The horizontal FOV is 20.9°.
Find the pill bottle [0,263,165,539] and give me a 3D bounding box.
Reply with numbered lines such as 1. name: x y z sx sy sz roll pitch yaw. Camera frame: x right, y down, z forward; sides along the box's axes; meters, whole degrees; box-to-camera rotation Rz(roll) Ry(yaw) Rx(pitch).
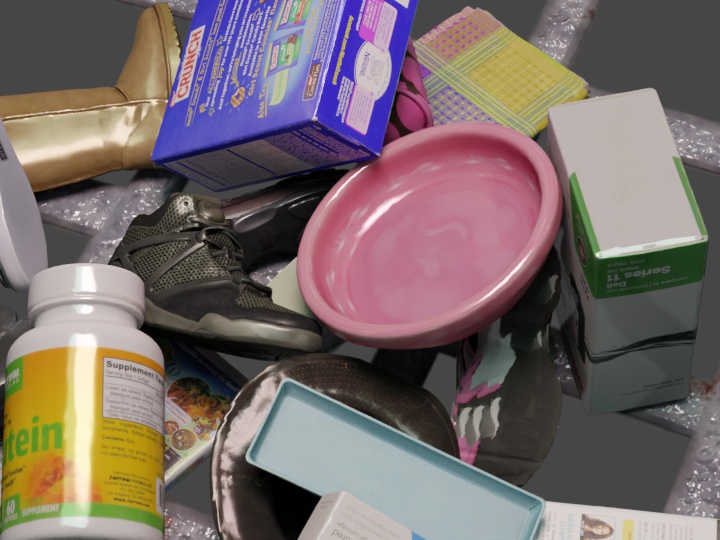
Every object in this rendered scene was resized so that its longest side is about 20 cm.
1. pill bottle: -0.191 0.102 1.348 0.111 0.111 0.200 -2 67 -1

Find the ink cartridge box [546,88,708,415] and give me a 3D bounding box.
1. ink cartridge box: 0.188 -0.009 1.417 0.083 0.200 0.147 -11 52 -3

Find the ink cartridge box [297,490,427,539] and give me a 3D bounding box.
1. ink cartridge box: -0.017 0.255 1.241 0.116 0.067 0.200 31 76 -7

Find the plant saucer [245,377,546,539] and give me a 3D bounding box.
1. plant saucer: 0.023 0.145 1.318 0.200 0.019 0.070 26 60 -1

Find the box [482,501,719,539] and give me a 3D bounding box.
1. box: 0.166 0.209 1.342 0.200 0.049 0.082 6 53 6

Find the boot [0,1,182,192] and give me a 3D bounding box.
1. boot: -0.242 -0.141 1.611 0.200 0.066 0.175 -9 52 -4

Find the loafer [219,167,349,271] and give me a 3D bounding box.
1. loafer: -0.065 -0.048 1.534 0.200 0.072 0.063 -18 50 -8

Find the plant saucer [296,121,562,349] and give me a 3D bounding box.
1. plant saucer: 0.053 -0.018 1.394 0.200 0.051 0.201 -18 43 17

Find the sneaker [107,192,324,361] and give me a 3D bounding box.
1. sneaker: -0.103 0.002 1.424 0.199 0.076 0.114 14 81 37

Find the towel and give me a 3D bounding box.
1. towel: 0.080 -0.137 1.628 0.200 0.023 0.144 -38 61 -24

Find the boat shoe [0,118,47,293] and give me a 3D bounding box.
1. boat shoe: -0.306 -0.071 1.521 0.066 0.070 0.200 -20 95 16

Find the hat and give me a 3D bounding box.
1. hat: -0.021 0.163 1.355 0.201 0.081 0.201 7 62 -12

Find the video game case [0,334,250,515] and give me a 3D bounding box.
1. video game case: -0.188 0.116 1.441 0.143 0.018 0.200 37 62 26

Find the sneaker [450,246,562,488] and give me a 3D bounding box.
1. sneaker: 0.105 0.073 1.437 0.080 0.086 0.200 16 73 -7

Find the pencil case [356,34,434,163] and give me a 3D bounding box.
1. pencil case: -0.004 -0.170 1.586 0.094 0.091 0.200 7 38 -22

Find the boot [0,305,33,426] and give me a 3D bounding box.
1. boot: -0.336 0.089 1.425 0.165 0.066 0.200 32 62 30

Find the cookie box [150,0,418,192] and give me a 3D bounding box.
1. cookie box: -0.057 -0.161 1.510 0.200 0.075 0.171 -8 61 47

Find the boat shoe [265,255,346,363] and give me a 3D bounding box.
1. boat shoe: 0.000 0.001 1.493 0.201 0.072 0.070 -41 54 -18
